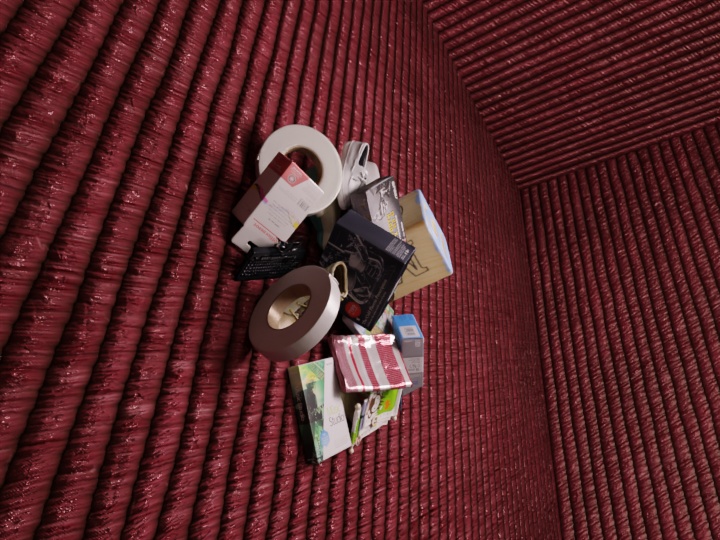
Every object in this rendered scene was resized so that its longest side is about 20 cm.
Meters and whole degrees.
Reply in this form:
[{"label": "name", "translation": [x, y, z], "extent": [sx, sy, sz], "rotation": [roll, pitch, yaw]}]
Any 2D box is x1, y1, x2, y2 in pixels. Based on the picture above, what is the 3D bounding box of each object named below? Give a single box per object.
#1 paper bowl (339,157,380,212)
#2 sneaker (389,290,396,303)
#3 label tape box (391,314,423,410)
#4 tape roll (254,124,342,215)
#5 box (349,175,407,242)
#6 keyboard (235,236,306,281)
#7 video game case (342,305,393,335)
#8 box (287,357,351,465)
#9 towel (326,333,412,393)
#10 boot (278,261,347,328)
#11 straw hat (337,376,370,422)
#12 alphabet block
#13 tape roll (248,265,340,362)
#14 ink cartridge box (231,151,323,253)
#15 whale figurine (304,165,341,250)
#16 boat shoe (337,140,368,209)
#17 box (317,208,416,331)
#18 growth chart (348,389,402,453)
[{"label": "paper bowl", "translation": [0.007, -0.209, 1.605], "extent": [0.201, 0.102, 0.206], "rotation": [-11, 90, -89]}, {"label": "sneaker", "translation": [0.043, -0.013, 1.575], "extent": [0.090, 0.066, 0.204], "rotation": [-26, 94, -77]}, {"label": "label tape box", "translation": [0.122, 0.237, 1.569], "extent": [0.145, 0.062, 0.205], "rotation": [-108, -164, -69]}, {"label": "tape roll", "translation": [-0.138, -0.224, 1.353], "extent": [0.198, 0.037, 0.208], "rotation": [3, 82, -22]}, {"label": "box", "translation": [0.050, -0.114, 1.471], "extent": [0.158, 0.047, 0.205], "rotation": [-38, 119, -55]}, {"label": "keyboard", "translation": [-0.170, -0.018, 1.246], "extent": [0.039, 0.105, 0.199], "rotation": [35, 18, 20]}, {"label": "video game case", "translation": [0.024, 0.115, 1.543], "extent": [0.201, 0.022, 0.184], "rotation": [54, 33, -35]}, {"label": "box", "translation": [-0.086, 0.298, 1.300], "extent": [0.144, 0.036, 0.205], "rotation": [0, 74, -63]}, {"label": "towel", "translation": [0.025, 0.216, 1.416], "extent": [0.196, 0.023, 0.146], "rotation": [3, 52, -34]}, {"label": "boot", "translation": [-0.107, 0.070, 1.254], "extent": [0.073, 0.152, 0.202], "rotation": [54, 33, -32]}, {"label": "straw hat", "translation": [0.021, 0.268, 1.468], "extent": [0.201, 0.084, 0.205], "rotation": [40, 42, -49]}, {"label": "alphabet block", "translation": [0.127, -0.071, 1.694], "extent": [0.198, 0.197, 0.197], "rotation": [57, 17, -28]}, {"label": "tape roll", "translation": [-0.128, 0.080, 1.159], "extent": [0.037, 0.199, 0.206], "rotation": [49, 36, -36]}, {"label": "ink cartridge box", "translation": [-0.183, -0.126, 1.245], "extent": [0.067, 0.201, 0.116], "rotation": [39, -1, 44]}, {"label": "whale figurine", "translation": [-0.101, -0.157, 1.481], "extent": [0.159, 0.101, 0.205], "rotation": [-51, 143, -68]}, {"label": "boat shoe", "translation": [-0.014, -0.236, 1.470], "extent": [0.073, 0.067, 0.203], "rotation": [70, 24, -48]}, {"label": "box", "translation": [0.000, 0.000, 1.380], "extent": [0.180, 0.203, 0.104], "rotation": [30, 30, 8]}, {"label": "growth chart", "translation": [0.040, 0.331, 1.429], "extent": [0.198, 0.017, 0.148], "rotation": [-20, 122, -48]}]
